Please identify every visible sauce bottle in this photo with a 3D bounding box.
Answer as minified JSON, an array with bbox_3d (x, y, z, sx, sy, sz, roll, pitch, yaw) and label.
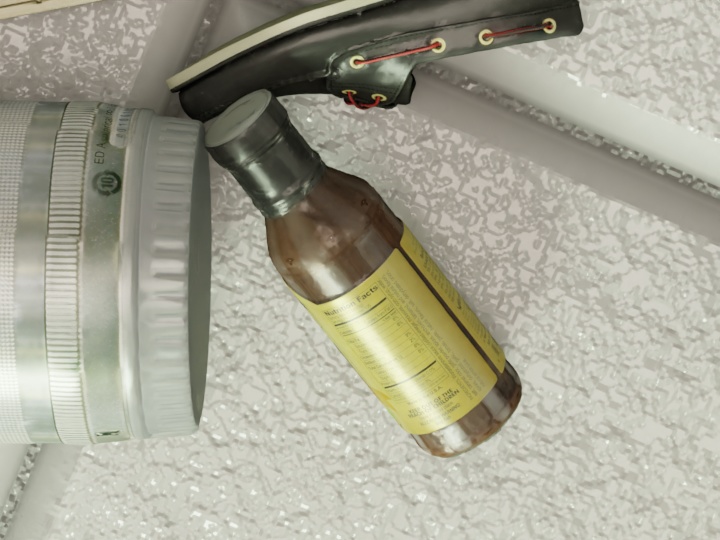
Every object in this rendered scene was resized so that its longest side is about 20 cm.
[{"bbox_3d":[0.000,0.000,1.255,0.065,0.065,0.200,-34,112,7],"label":"sauce bottle"}]

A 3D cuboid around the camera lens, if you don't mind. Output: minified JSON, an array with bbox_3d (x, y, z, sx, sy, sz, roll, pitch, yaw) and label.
[{"bbox_3d":[-0.173,0.000,1.231,0.199,0.160,0.161,1,101,1],"label":"camera lens"}]

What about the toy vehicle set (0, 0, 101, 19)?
[{"bbox_3d":[-0.148,-0.226,1.254,0.123,0.027,0.201,-9,101,3],"label":"toy vehicle set"}]

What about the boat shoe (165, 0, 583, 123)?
[{"bbox_3d":[0.007,-0.106,1.250,0.200,0.074,0.063,-19,97,3],"label":"boat shoe"}]
